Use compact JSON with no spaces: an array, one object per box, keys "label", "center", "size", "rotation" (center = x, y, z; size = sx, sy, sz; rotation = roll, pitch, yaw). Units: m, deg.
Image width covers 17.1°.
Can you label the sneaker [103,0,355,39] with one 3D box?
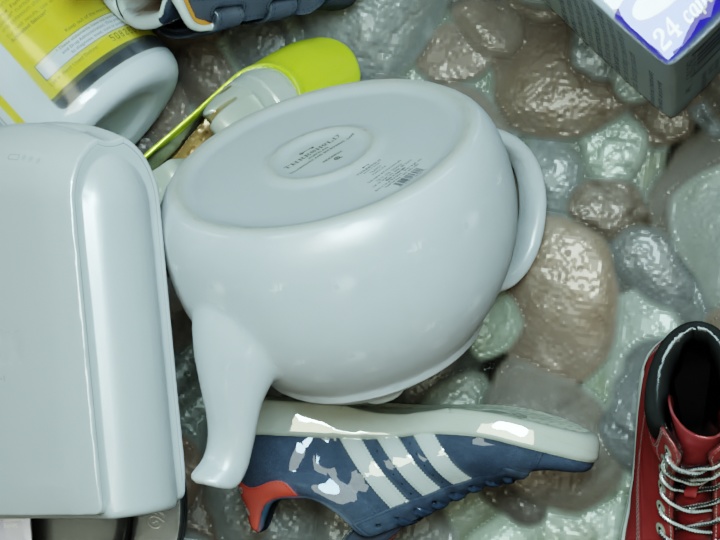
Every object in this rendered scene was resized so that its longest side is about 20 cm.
[{"label":"sneaker","center":[-0.083,-0.158,1.280],"size":[0.078,0.199,0.080],"rotation":[2,79,50]}]

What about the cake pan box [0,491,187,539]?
[{"label":"cake pan box","center":[-0.192,0.134,1.319],"size":[0.198,0.052,0.186],"rotation":[-4,86,6]}]

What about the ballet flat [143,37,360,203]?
[{"label":"ballet flat","center":[-0.083,-0.059,1.316],"size":[0.200,0.067,0.067],"rotation":[-39,74,1]}]

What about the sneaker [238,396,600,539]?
[{"label":"sneaker","center":[0.029,0.114,1.288],"size":[0.198,0.075,0.085],"rotation":[2,89,13]}]

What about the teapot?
[{"label":"teapot","center":[0.000,0.000,1.236],"size":[0.199,0.198,0.147],"rotation":[-13,118,7]}]

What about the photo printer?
[{"label":"photo printer","center":[-0.166,0.026,1.224],"size":[0.166,0.069,0.202],"rotation":[-5,90,45]}]

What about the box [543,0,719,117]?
[{"label":"box","center":[0.125,-0.194,1.248],"size":[0.200,0.184,0.105],"rotation":[44,92,8]}]

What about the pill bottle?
[{"label":"pill bottle","center":[-0.202,-0.144,1.317],"size":[0.112,0.112,0.200],"rotation":[-43,81,1]}]

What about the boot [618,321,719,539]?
[{"label":"boot","center":[0.169,0.129,1.230],"size":[0.072,0.144,0.202],"rotation":[-1,85,5]}]
